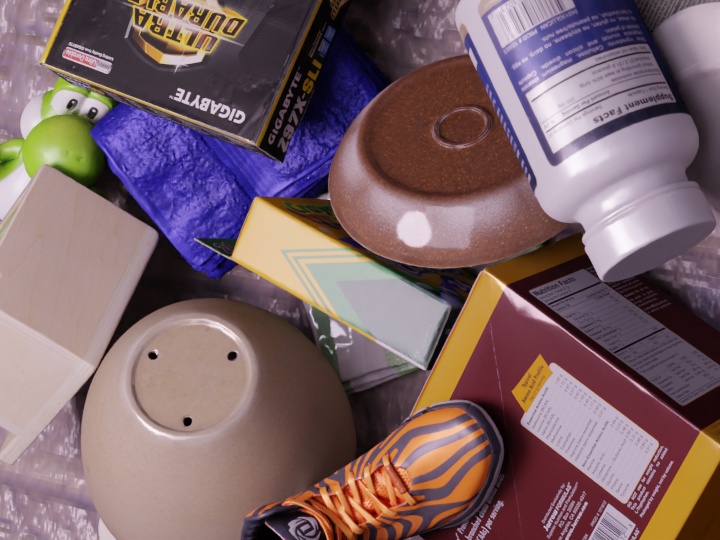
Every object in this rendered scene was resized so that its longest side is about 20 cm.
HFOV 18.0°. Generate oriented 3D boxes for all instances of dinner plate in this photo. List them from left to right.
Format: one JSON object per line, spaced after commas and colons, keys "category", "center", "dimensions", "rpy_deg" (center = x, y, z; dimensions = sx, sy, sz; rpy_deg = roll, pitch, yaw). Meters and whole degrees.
{"category": "dinner plate", "center": [0.256, -0.080, 1.449], "dimensions": [0.199, 0.024, 0.201], "rpy_deg": [28, 143, 23]}

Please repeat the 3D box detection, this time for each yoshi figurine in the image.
{"category": "yoshi figurine", "center": [-0.246, -0.066, 1.724], "dimensions": [0.112, 0.112, 0.200], "rpy_deg": [57, 134, 23]}

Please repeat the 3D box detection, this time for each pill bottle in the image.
{"category": "pill bottle", "center": [0.147, -0.100, 1.439], "dimensions": [0.111, 0.111, 0.201], "rpy_deg": [-31, 75, 27]}

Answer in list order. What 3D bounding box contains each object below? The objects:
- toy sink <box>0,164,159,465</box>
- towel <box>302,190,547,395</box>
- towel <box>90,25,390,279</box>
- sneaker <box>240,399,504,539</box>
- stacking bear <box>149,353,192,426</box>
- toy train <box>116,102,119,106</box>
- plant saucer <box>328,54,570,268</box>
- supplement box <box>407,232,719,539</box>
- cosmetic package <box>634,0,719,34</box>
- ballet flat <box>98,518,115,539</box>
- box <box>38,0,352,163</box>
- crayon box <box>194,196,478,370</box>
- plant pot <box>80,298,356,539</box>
{"category": "toy sink", "center": [-0.253, 0.035, 1.691], "dimensions": [0.112, 0.131, 0.200], "rpy_deg": [31, 145, -11]}
{"category": "towel", "center": [0.040, -0.006, 1.637], "dimensions": [0.199, 0.031, 0.150], "rpy_deg": [-21, 83, 29]}
{"category": "towel", "center": [-0.080, -0.102, 1.639], "dimensions": [0.200, 0.050, 0.148], "rpy_deg": [-39, 104, 12]}
{"category": "sneaker", "center": [0.001, 0.157, 1.468], "dimensions": [0.200, 0.112, 0.078], "rpy_deg": [-40, 78, 36]}
{"category": "stacking bear", "center": [-0.116, 0.144, 1.693], "dimensions": [0.121, 0.114, 0.201], "rpy_deg": [-28, 73, 20]}
{"category": "toy train", "center": [-0.160, -0.219, 1.717], "dimensions": [0.115, 0.084, 0.202], "rpy_deg": [-1, 92, 43]}
{"category": "plant saucer", "center": [0.071, -0.086, 1.535], "dimensions": [0.199, 0.201, 0.037], "rpy_deg": [14, 142, 28]}
{"category": "supplement box", "center": [0.149, 0.119, 1.506], "dimensions": [0.200, 0.132, 0.198], "rpy_deg": [37, 120, 23]}
{"category": "cosmetic package", "center": [0.193, -0.208, 1.515], "dimensions": [0.200, 0.071, 0.106], "rpy_deg": [36, 111, 23]}
{"category": "ballet flat", "center": [-0.178, 0.161, 1.751], "dimensions": [0.071, 0.072, 0.202], "rpy_deg": [-7, 88, 29]}
{"category": "box", "center": [-0.111, -0.183, 1.595], "dimensions": [0.199, 0.049, 0.161], "rpy_deg": [22, 85, 29]}
{"category": "crayon box", "center": [0.000, 0.000, 1.576], "dimensions": [0.199, 0.126, 0.052], "rpy_deg": [28, 103, 24]}
{"category": "plant pot", "center": [-0.108, 0.099, 1.581], "dimensions": [0.199, 0.135, 0.202], "rpy_deg": [-2, 63, 5]}
